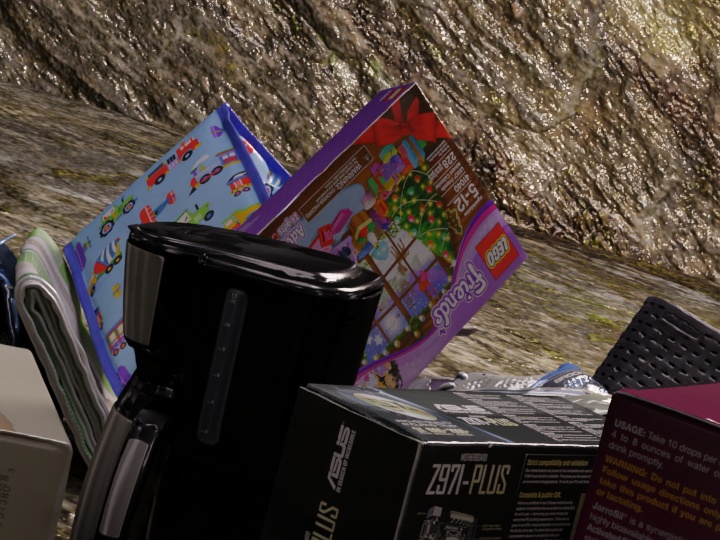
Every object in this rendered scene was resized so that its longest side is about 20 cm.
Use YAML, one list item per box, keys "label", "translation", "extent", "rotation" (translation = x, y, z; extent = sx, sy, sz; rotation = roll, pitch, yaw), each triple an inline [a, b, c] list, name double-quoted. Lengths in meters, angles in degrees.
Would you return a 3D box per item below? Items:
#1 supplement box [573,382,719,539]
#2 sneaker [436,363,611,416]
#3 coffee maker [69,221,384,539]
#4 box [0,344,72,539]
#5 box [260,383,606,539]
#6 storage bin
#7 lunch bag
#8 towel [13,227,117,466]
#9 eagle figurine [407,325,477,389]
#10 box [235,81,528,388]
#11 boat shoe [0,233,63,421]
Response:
- label: "supplement box"
  translation: [0.168, 0.164, 1.180]
  extent: [0.103, 0.202, 0.131]
  rotation: [20, 11, 33]
- label: "sneaker"
  translation: [0.060, 0.106, 1.441]
  extent: [0.198, 0.078, 0.085]
  rotation: [-13, 37, -12]
- label: "coffee maker"
  translation: [-0.051, 0.088, 1.297]
  extent: [0.190, 0.202, 0.135]
  rotation: [13, 9, -10]
- label: "box"
  translation: [-0.211, 0.102, 1.303]
  extent: [0.077, 0.096, 0.200]
  rotation: [11, 8, -16]
- label: "box"
  translation: [0.045, 0.148, 1.198]
  extent: [0.086, 0.165, 0.199]
  rotation: [23, 12, 42]
- label: "storage bin"
  translation: [0.228, 0.116, 1.626]
  extent: [0.135, 0.094, 0.200]
  rotation: [33, -13, 22]
- label: "lunch bag"
  translation: [-0.105, 0.001, 1.552]
  extent: [0.094, 0.150, 0.200]
  rotation: [45, 10, -21]
- label: "towel"
  translation: [-0.178, 0.052, 1.549]
  extent: [0.030, 0.150, 0.200]
  rotation: [-22, 12, -1]
- label: "eagle figurine"
  translation: [-0.022, 0.066, 1.575]
  extent: [0.150, 0.152, 0.200]
  rotation: [26, 55, 25]
- label: "box"
  translation: [0.000, 0.000, 1.468]
  extent: [0.039, 0.200, 0.137]
  rotation: [-7, -58, 54]
- label: "boat shoe"
  translation: [-0.242, 0.020, 1.556]
  extent: [0.200, 0.084, 0.069]
  rotation: [51, -4, 33]
